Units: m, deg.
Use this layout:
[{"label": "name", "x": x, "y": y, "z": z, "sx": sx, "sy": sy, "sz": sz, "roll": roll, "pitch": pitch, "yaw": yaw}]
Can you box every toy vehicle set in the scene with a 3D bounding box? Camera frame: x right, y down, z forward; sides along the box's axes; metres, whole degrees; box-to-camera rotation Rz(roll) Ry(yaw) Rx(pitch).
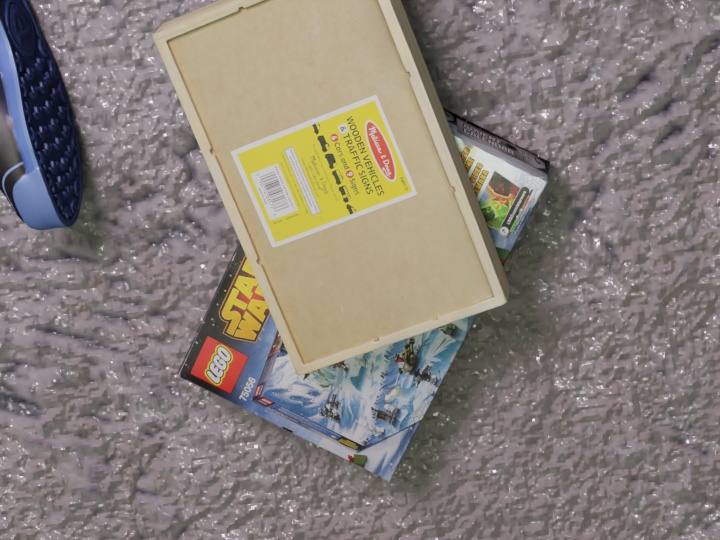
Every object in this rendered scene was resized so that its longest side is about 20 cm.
[{"label": "toy vehicle set", "x": -0.013, "y": -0.056, "z": 1.005, "sx": 0.123, "sy": 0.027, "sz": 0.202, "roll": -18, "pitch": 105, "yaw": 14}]

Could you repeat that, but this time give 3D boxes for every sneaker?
[{"label": "sneaker", "x": -0.215, "y": -0.111, "z": 1.038, "sx": 0.077, "sy": 0.070, "sz": 0.202, "roll": -16, "pitch": 100, "yaw": 16}]

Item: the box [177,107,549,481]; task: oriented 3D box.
[{"label": "box", "x": 0.000, "y": 0.000, "z": 1.059, "sx": 0.136, "sy": 0.040, "sz": 0.201, "roll": 26, "pitch": 111, "yaw": -3}]
